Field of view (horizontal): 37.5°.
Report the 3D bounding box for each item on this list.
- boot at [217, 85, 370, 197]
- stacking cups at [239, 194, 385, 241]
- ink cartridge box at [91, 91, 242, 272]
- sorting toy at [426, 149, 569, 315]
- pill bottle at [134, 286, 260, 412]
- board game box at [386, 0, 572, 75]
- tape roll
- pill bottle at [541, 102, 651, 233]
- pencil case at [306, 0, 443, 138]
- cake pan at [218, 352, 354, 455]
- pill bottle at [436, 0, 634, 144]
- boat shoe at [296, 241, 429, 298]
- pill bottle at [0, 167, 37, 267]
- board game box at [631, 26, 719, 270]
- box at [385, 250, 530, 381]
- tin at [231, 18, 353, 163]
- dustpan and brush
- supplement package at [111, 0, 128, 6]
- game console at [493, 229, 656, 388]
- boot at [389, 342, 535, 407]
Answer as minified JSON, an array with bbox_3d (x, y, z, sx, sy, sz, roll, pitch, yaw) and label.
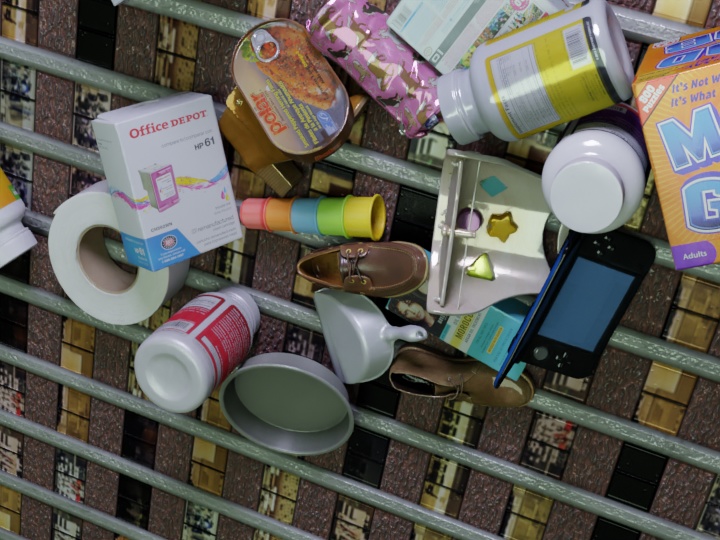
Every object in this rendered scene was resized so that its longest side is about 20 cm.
[{"bbox_3d":[-0.094,-0.201,1.355,0.144,0.071,0.201,48,122,-2],"label":"boot"},{"bbox_3d":[-0.067,-0.077,1.406,0.196,0.061,0.062,6,114,21],"label":"stacking cups"},{"bbox_3d":[-0.253,-0.121,1.399,0.084,0.143,0.204,15,122,54],"label":"ink cartridge box"},{"bbox_3d":[0.180,-0.047,1.303,0.176,0.107,0.204,7,108,1],"label":"sorting toy"},{"bbox_3d":[-0.216,0.100,1.454,0.110,0.200,0.114,8,115,18],"label":"pill bottle"},{"bbox_3d":[0.152,-0.284,1.228,0.200,0.064,0.148,42,120,1],"label":"board game box"},{"bbox_3d":[-0.348,-0.028,1.526,0.199,0.071,0.206,8,115,18],"label":"tape roll"},{"bbox_3d":[0.264,-0.112,1.177,0.110,0.200,0.115,8,115,18],"label":"pill bottle"},{"bbox_3d":[0.027,-0.251,1.279,0.200,0.087,0.083,44,142,-1],"label":"pencil case"},{"bbox_3d":[-0.102,0.188,1.505,0.196,0.037,0.202,7,135,7],"label":"cake pan"},{"bbox_3d":[0.187,-0.207,1.147,0.197,0.112,0.114,-18,105,26],"label":"pill bottle"},{"bbox_3d":[0.000,0.000,1.368,0.198,0.067,0.074,0,90,42],"label":"boat shoe"},{"bbox_3d":[-0.563,-0.103,1.555,0.110,0.111,0.202,-26,101,28],"label":"pill bottle"},{"bbox_3d":[0.412,-0.145,1.107,0.197,0.200,0.203,-11,108,25],"label":"board game box"},{"bbox_3d":[0.138,0.055,1.385,0.198,0.049,0.083,28,119,8],"label":"box"},{"bbox_3d":[-0.084,-0.221,1.304,0.111,0.042,0.202,-31,67,0],"label":"tin"},{"bbox_3d":[0.018,0.087,1.414,0.199,0.057,0.142,2,110,62],"label":"dustpan and brush"},{"bbox_3d":[-0.242,-0.448,1.237,0.145,0.191,0.202,-23,102,28],"label":"supplement package"},{"bbox_3d":[0.256,0.054,1.257,0.168,0.119,0.202,17,114,-17],"label":"game console"},{"bbox_3d":[0.133,0.154,1.415,0.196,0.076,0.075,11,114,16],"label":"boot"}]
